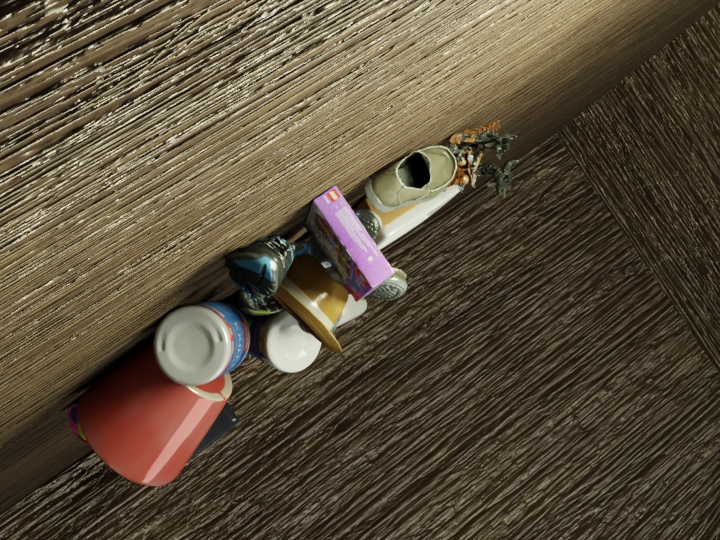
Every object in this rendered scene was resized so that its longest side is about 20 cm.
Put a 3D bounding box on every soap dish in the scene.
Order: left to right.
[{"bbox_3d":[0.062,-0.106,1.779,0.199,0.082,0.157,-34,178,-29],"label":"soap dish"}]

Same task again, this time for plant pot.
[{"bbox_3d":[-0.306,0.201,1.618,0.177,0.201,0.200,-45,174,18],"label":"plant pot"}]

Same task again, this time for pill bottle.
[{"bbox_3d":[-0.222,0.101,1.524,0.112,0.113,0.200,-35,179,6],"label":"pill bottle"},{"bbox_3d":[-0.162,0.107,1.871,0.110,0.112,0.199,-33,-155,-22],"label":"pill bottle"}]

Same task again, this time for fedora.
[{"bbox_3d":[-0.075,0.034,1.534,0.082,0.200,0.201,-46,179,-7],"label":"fedora"}]

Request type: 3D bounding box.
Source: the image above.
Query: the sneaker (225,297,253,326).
[{"bbox_3d":[-0.251,0.110,1.741,0.114,0.076,0.199,-42,-178,9],"label":"sneaker"}]

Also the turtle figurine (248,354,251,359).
[{"bbox_3d":[-0.193,0.106,2.247,0.148,0.102,0.200,-20,-165,8],"label":"turtle figurine"}]

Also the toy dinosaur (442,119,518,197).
[{"bbox_3d":[0.179,-0.192,1.694,0.201,0.134,0.102,-63,148,-22],"label":"toy dinosaur"}]

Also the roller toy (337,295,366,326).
[{"bbox_3d":[-0.092,0.049,2.010,0.199,0.141,0.182,-25,-179,-43],"label":"roller toy"}]

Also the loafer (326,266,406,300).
[{"bbox_3d":[0.000,0.000,1.695,0.199,0.075,0.070,6,-109,46],"label":"loafer"}]

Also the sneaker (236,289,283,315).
[{"bbox_3d":[-0.164,0.045,1.765,0.081,0.074,0.200,-32,177,20],"label":"sneaker"}]

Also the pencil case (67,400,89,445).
[{"bbox_3d":[-0.405,0.221,1.776,0.088,0.089,0.200,-36,180,34],"label":"pencil case"}]

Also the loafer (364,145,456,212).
[{"bbox_3d":[0.090,-0.140,1.550,0.069,0.076,0.199,-31,-179,43],"label":"loafer"}]

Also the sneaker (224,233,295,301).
[{"bbox_3d":[-0.123,-0.016,1.315,0.082,0.073,0.200,-51,-174,-10],"label":"sneaker"}]

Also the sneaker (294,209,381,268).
[{"bbox_3d":[-0.045,-0.049,1.654,0.199,0.076,0.077,-25,-170,33],"label":"sneaker"}]

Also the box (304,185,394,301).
[{"bbox_3d":[-0.019,-0.031,1.429,0.039,0.138,0.200,-34,178,-9],"label":"box"}]

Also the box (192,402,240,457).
[{"bbox_3d":[-0.443,0.366,2.669,0.181,0.201,0.104,-32,176,-32],"label":"box"}]

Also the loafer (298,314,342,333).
[{"bbox_3d":[-0.075,0.070,1.718,0.069,0.071,0.200,9,171,19],"label":"loafer"}]
